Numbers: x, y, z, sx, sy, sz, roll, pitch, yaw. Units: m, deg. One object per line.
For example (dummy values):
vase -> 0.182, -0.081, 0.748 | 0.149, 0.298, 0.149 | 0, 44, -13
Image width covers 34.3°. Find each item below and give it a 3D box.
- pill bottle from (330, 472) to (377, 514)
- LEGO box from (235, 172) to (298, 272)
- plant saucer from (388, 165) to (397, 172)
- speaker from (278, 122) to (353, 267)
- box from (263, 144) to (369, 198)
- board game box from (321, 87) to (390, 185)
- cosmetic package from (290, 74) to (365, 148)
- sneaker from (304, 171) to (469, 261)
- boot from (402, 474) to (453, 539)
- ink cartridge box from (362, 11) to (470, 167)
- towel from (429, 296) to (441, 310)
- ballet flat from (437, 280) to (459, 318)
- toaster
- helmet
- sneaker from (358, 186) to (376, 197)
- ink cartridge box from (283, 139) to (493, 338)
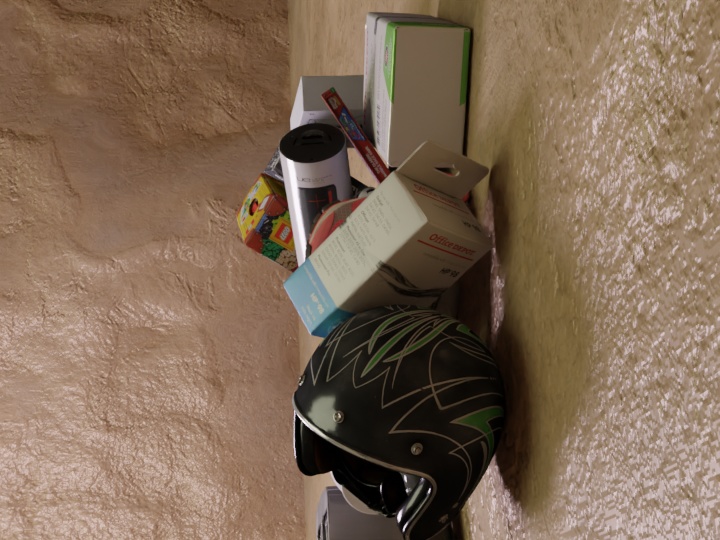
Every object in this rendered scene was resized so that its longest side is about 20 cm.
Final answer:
pill bottle -> 0.015, 0.220, 1.445 | 0.200, 0.110, 0.112 | -93, 5, -75
LEGO box -> -0.084, -0.051, 1.592 | 0.077, 0.149, 0.200 | -58, 15, 7
plant saucer -> 0.059, -0.093, 1.472 | 0.200, 0.032, 0.201 | 180, 90, -83
speaker -> -0.047, -0.076, 1.404 | 0.081, 0.081, 0.201 | -99, 2, -48
box -> -0.046, -0.111, 1.550 | 0.050, 0.157, 0.200 | -59, 10, 0
board game box -> 0.024, -0.109, 1.322 | 0.200, 0.019, 0.103 | 57, -176, 16
cosmetic package -> -0.012, -0.208, 1.549 | 0.200, 0.150, 0.052 | 130, 139, -79
sneaker -> 0.029, -0.050, 1.170 | 0.087, 0.200, 0.074 | 6, 126, 52
boot -> 0.072, 0.273, 1.240 | 0.182, 0.072, 0.201 | 76, -165, -59
ink cartridge box -> 0.056, -0.203, 1.281 | 0.200, 0.084, 0.146 | -115, 26, -72
towel -> 0.027, 0.069, 1.215 | 0.144, 0.023, 0.201 | 36, 109, 64
ballet flat -> 0.055, 0.085, 1.238 | 0.069, 0.069, 0.201 | -108, 40, -66
toaster -> 0.008, 0.375, 1.550 | 0.181, 0.118, 0.201 | 108, 160, -65
helmet -> 0.035, 0.124, 1.044 | 0.200, 0.199, 0.191 | -100, 9, -51
sneaker -> 0.000, 0.000, 1.399 | 0.075, 0.115, 0.201 | 45, 163, 48
ink cartridge box -> 0.039, -0.018, 1.088 | 0.200, 0.116, 0.067 | -45, 56, 22
